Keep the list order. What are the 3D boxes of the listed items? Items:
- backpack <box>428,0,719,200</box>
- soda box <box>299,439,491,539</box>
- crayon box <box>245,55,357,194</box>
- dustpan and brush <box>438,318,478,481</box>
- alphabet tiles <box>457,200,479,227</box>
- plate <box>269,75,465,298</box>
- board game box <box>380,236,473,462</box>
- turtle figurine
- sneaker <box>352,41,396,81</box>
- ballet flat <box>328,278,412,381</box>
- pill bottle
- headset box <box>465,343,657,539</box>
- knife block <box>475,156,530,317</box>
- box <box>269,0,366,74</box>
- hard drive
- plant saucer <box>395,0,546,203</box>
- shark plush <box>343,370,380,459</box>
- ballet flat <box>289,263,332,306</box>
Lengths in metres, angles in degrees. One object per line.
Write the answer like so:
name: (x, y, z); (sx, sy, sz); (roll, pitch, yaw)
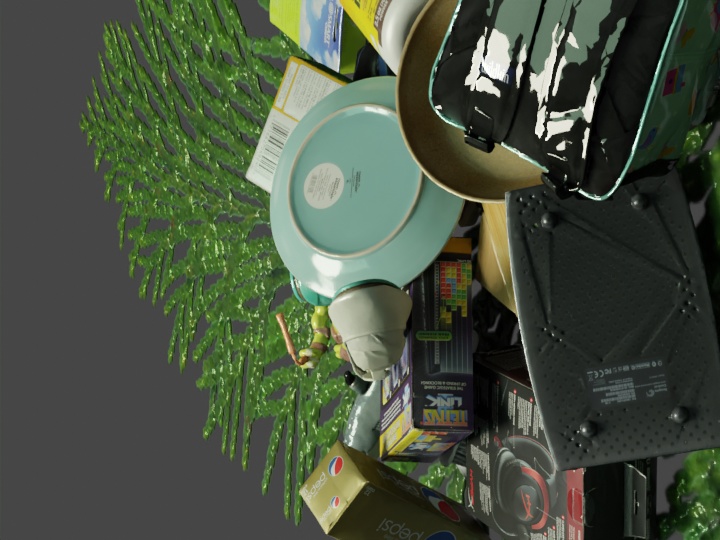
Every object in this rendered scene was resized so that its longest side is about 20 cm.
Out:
backpack: (0.154, -0.171, 0.759); (0.175, 0.152, 0.202); (35, 134, 33)
soda box: (0.038, 0.238, 1.125); (0.064, 0.199, 0.068); (-52, 39, 6)
crayon box: (-0.004, -0.099, 1.075); (0.199, 0.051, 0.127); (33, 107, 33)
dustpan and brush: (0.100, 0.125, 1.104); (0.140, 0.056, 0.202); (-125, 39, -52)
alphabet tiles: (0.076, -0.145, 1.124); (0.202, 0.014, 0.197); (65, 151, 32)
plate: (-0.001, -0.075, 1.008); (0.198, 0.025, 0.203); (-8, 74, 28)
board game box: (0.057, 0.078, 1.058); (0.200, 0.056, 0.168); (113, 157, -73)
turtle figurine: (-0.026, 0.022, 1.255); (0.161, 0.063, 0.203); (49, -141, -58)
sneaker: (0.028, -0.126, 1.138); (0.078, 0.069, 0.203); (3, 92, 60)
ballet flat: (0.012, 0.056, 0.972); (0.200, 0.068, 0.070); (88, 168, -78)
pill bottle: (0.041, -0.249, 1.040); (0.201, 0.108, 0.111); (-120, 31, -50)
headset box: (0.165, 0.159, 0.959); (0.199, 0.074, 0.151); (-157, 61, -62)
knife block: (0.148, -0.053, 0.936); (0.200, 0.063, 0.178); (-133, 39, -53)
box: (-0.043, -0.301, 1.291); (0.200, 0.047, 0.123); (48, 141, 50)
hard drive: (0.181, 0.032, 0.834); (0.042, 0.133, 0.203); (-5, -96, -76)
plant saucer: (0.121, -0.147, 0.904); (0.198, 0.035, 0.203); (-7, 77, 30)
shark plush: (0.020, 0.119, 1.254); (0.091, 0.082, 0.202); (49, 140, 49)
ballet flat: (0.000, 0.000, 1.118); (0.200, 0.069, 0.068); (-14, -88, -71)
